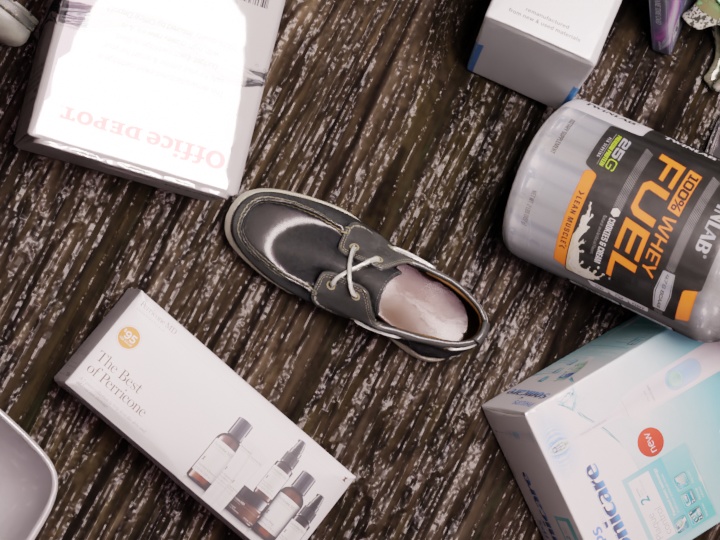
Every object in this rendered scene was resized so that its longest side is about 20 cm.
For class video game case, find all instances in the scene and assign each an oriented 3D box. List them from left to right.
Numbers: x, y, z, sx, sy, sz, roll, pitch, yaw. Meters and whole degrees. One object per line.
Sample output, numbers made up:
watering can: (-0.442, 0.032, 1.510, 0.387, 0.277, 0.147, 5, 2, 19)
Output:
video game case: (0.237, -0.253, 1.273, 0.019, 0.200, 0.144, 21, 81, 14)

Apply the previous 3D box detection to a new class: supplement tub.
supplement tub: (0.210, -0.029, 1.248, 0.199, 0.123, 0.123, 25, 80, 19)

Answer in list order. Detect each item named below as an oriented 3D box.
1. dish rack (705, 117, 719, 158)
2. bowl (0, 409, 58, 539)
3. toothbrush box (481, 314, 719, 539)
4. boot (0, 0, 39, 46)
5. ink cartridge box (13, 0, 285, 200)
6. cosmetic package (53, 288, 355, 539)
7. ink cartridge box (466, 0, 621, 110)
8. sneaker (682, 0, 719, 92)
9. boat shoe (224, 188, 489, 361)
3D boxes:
dish rack: (0.350, -0.044, 1.377, 0.199, 0.055, 0.154, 19, 83, -18)
bowl: (-0.317, 0.147, 1.131, 0.200, 0.075, 0.200, 41, 76, -14)
toothbrush box: (0.212, 0.118, 1.311, 0.199, 0.085, 0.147, -27, 98, -16)
boot: (-0.318, -0.150, 1.145, 0.199, 0.068, 0.131, 22, 87, -10)
ink cartridge box: (-0.135, -0.159, 1.191, 0.144, 0.084, 0.201, 15, 84, -18)
cosmetic package: (-0.104, 0.107, 1.218, 0.200, 0.051, 0.083, 42, 76, -14)
ink cartridge box: (0.154, -0.231, 1.256, 0.084, 0.145, 0.201, 24, 81, 1)
sneaker: (0.280, -0.207, 1.313, 0.088, 0.077, 0.201, -22, 126, -8)
boat shoe: (0.000, 0.000, 1.248, 0.199, 0.068, 0.072, 30, 82, -15)
